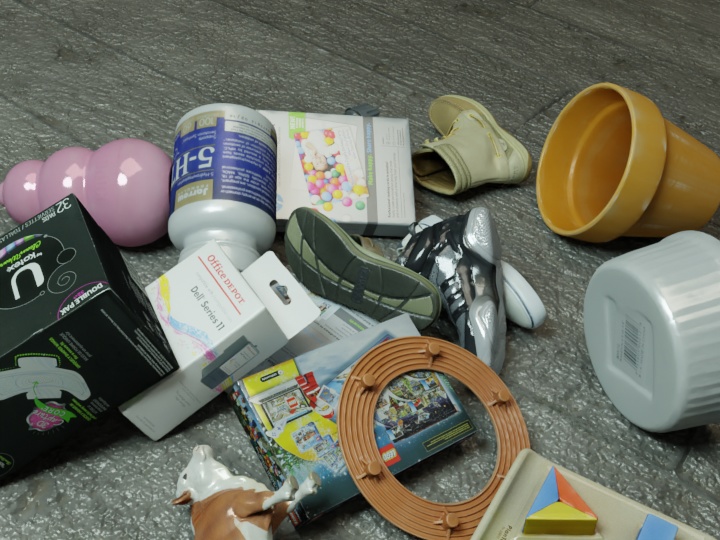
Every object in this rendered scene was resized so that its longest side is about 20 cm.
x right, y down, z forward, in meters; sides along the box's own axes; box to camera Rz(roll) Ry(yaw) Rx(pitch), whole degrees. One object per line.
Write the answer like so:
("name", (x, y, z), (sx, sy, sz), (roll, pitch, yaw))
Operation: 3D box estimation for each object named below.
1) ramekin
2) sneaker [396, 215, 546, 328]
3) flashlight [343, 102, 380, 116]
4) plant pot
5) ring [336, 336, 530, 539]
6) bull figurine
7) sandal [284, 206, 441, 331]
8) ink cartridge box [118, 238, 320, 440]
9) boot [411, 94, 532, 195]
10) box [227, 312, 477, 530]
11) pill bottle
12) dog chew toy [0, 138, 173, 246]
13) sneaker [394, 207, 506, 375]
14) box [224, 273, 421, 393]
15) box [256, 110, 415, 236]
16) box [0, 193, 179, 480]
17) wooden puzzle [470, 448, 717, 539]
("ramekin", (0.311, 0.067, 0.911), (0.097, 0.201, 0.201), (-13, 42, -15))
("sneaker", (0.124, 0.015, 1.049), (0.071, 0.073, 0.200), (-39, 54, -18))
("flashlight", (-0.054, -0.188, 1.255), (0.200, 0.068, 0.068), (-28, 56, -37))
("plant pot", (0.363, -0.123, 1.181), (0.183, 0.200, 0.200), (13, 35, -22))
("ring", (0.073, 0.149, 0.831), (0.200, 0.019, 0.201), (12, 57, -19))
("bull figurine", (-0.090, 0.219, 0.714), (0.121, 0.065, 0.200), (-31, 46, 17))
("sandal", (0.000, 0.001, 0.967), (0.201, 0.080, 0.057), (32, 25, 17))
("ink cartridge box", (-0.151, 0.052, 0.860), (0.200, 0.067, 0.117), (-37, 51, -8))
("boot", (0.125, -0.180, 1.279), (0.155, 0.073, 0.200), (-16, 50, -33))
("box", (-0.005, 0.134, 0.839), (0.200, 0.038, 0.137), (-19, 70, -33))
("pill bottle", (-0.154, -0.074, 1.009), (0.119, 0.120, 0.200), (2, 63, -9))
("dog chew toy", (-0.314, -0.089, 1.037), (0.199, 0.125, 0.125), (0, 38, -1))
("sneaker", (0.096, 0.033, 0.981), (0.114, 0.075, 0.201), (-6, 71, 20))
("box", (-0.057, 0.075, 0.943), (0.156, 0.041, 0.200), (33, 43, 27))
("box", (-0.035, -0.122, 1.136), (0.199, 0.041, 0.156), (2, 66, -8))
("box", (-0.289, 0.060, 0.782), (0.200, 0.124, 0.149), (-32, 46, -5))
("wooden puzzle", (0.192, 0.252, 0.747), (0.200, 0.046, 0.185), (26, 49, 18))
